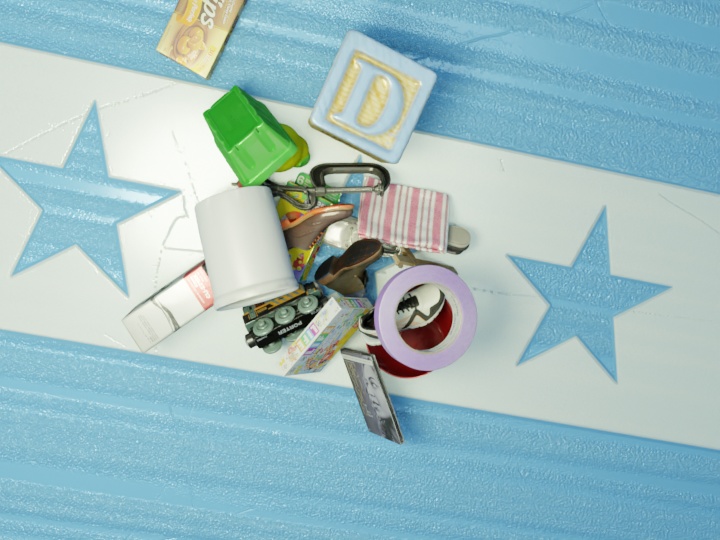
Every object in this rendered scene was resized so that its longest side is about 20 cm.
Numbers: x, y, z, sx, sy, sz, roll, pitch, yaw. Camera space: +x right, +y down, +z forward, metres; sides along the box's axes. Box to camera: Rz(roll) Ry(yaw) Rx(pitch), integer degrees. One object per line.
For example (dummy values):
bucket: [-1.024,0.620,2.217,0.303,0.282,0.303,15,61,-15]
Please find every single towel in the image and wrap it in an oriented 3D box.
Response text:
towel: [0.094,-0.117,1.610,0.195,0.030,0.149,11,60,-7]

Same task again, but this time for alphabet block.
alphabet block: [0.016,-0.337,1.525,0.193,0.200,0.198,26,97,-8]

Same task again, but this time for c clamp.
c clamp: [-0.027,-0.175,1.570,0.195,0.172,0.028,-6,126,-13]

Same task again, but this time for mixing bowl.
mixing bowl: [0.117,0.141,1.636,0.196,0.108,0.205,-7,69,17]

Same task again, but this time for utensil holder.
utensil holder: [-0.222,-0.042,1.480,0.166,0.170,0.204,-14,84,-3]

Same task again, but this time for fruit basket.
fruit basket: [-0.198,-0.250,1.547,0.155,0.216,0.217,-39,100,2]

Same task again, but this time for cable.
cable: [-0.183,-0.164,1.593,0.195,0.050,0.099,1,74,6]

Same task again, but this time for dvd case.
dvd case: [0.023,0.268,1.650,0.016,0.148,0.204,-23,101,-24]

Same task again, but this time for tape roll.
tape roll: [0.127,0.092,1.510,0.195,0.066,0.205,0,89,-8]

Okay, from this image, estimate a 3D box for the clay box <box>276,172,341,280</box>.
clay box: [-0.128,-0.095,1.609,0.113,0.048,0.203,26,97,14]

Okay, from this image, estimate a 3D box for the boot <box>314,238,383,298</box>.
boot: [0.000,0.000,1.602,0.097,0.198,0.076,39,51,-26]

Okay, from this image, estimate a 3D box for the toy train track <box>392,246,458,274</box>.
toy train track: [0.134,-0.002,1.621,0.198,0.116,0.033,11,127,-45]

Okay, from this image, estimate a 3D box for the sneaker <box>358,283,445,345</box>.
sneaker: [0.084,0.086,1.565,0.198,0.080,0.075,-32,62,4]

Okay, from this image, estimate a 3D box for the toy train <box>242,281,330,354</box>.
toy train: [-0.159,0.092,1.621,0.197,0.115,0.086,-26,133,-4]

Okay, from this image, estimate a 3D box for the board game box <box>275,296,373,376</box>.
board game box: [-0.073,0.138,1.601,0.201,0.133,0.034,-50,64,21]

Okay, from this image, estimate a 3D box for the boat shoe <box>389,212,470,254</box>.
boat shoe: [0.138,-0.076,1.649,0.196,0.057,0.068,16,58,-4]

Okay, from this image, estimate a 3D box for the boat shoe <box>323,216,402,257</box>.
boat shoe: [-0.002,-0.071,1.630,0.195,0.069,0.072,10,101,-5]

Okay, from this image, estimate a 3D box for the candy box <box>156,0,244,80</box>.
candy box: [-0.314,-0.502,1.541,0.114,0.055,0.203,27,95,-9]

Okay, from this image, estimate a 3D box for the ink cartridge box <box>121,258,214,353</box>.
ink cartridge box: [-0.377,0.067,1.579,0.198,0.144,0.084,-35,100,0]

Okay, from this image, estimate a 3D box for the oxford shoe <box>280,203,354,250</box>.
oxford shoe: [-0.094,-0.083,1.544,0.197,0.071,0.074,-18,89,24]
